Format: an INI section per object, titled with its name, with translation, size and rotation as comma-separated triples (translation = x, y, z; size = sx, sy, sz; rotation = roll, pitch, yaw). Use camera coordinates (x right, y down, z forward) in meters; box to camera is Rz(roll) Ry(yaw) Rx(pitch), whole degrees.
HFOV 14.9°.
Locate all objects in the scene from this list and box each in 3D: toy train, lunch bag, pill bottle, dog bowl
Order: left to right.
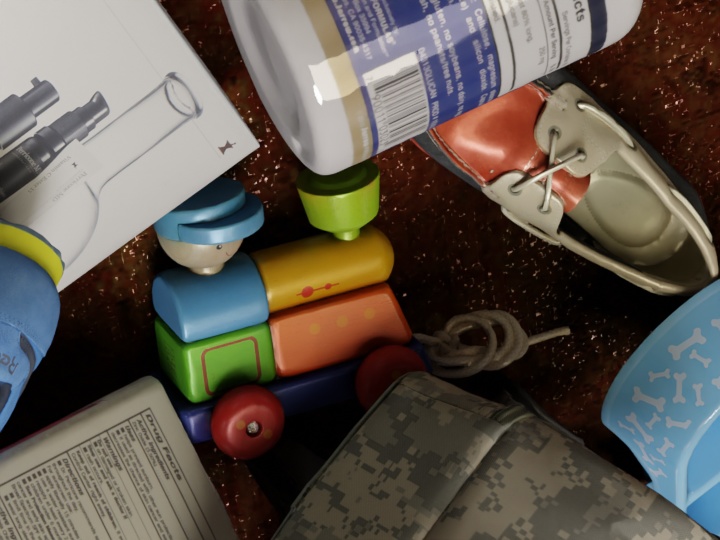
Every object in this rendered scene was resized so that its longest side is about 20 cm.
[toy train]
translation = 0.000, 0.000, 1.245
size = 0.199, 0.085, 0.116
rotation = -15, 117, -18
[lunch bag]
translation = 0.049, 0.165, 1.170
size = 0.200, 0.167, 0.140
rotation = -49, 141, -30
[pill bottle]
translation = 0.048, -0.129, 1.144
size = 0.199, 0.111, 0.111
rotation = -25, 133, -10
[dog bowl]
translation = 0.178, 0.076, 1.369
size = 0.111, 0.050, 0.200
rotation = -36, 155, -13

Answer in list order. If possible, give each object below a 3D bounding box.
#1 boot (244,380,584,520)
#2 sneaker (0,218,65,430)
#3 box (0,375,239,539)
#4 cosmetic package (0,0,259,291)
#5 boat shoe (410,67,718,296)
[boot]
translation = 0.034, 0.099, 1.350
size = 0.132, 0.070, 0.200
rotation = -43, 144, 3
[sneaker]
translation = -0.183, 0.053, 1.131
size = 0.066, 0.079, 0.200
rotation = 23, 145, -18
[box]
translation = -0.149, 0.145, 1.157
size = 0.109, 0.128, 0.200
rotation = -27, 179, 34
[cosmetic package]
translation = -0.152, -0.080, 1.112
size = 0.151, 0.052, 0.200
rotation = -37, 133, -1
[boat shoe]
translation = 0.092, -0.047, 1.265
size = 0.071, 0.063, 0.200
rotation = -47, 131, 13
